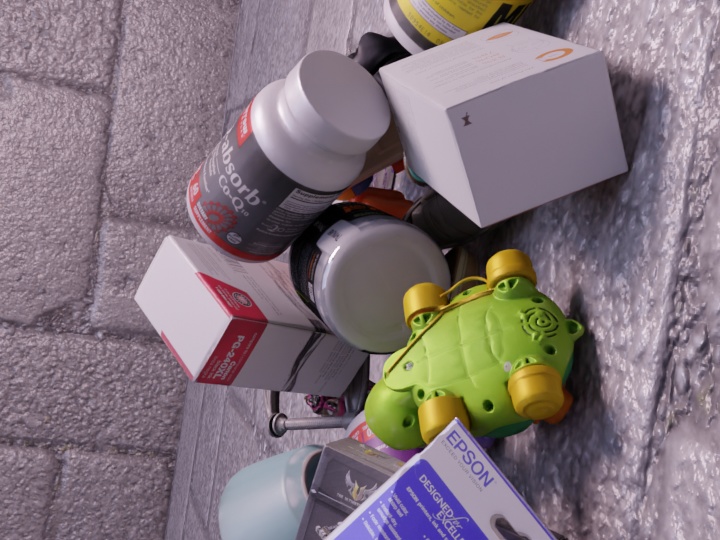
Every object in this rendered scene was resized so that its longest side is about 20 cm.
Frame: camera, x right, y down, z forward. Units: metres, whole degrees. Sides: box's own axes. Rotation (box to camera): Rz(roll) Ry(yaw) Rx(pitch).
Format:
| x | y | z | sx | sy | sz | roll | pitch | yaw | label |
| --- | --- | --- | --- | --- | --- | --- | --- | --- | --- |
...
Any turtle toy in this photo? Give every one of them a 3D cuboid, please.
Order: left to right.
| x | y | z | sx | sy | sz | roll | pitch | yaw | label |
| --- | --- | --- | --- | --- | --- | --- | --- | --- | --- |
| 0.087 | 0.083 | 0.838 | 0.200 | 0.101 | 0.146 | -23 | 49 | 21 | turtle toy |

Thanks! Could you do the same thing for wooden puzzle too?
| x | y | z | sx | sy | sz | roll | pitch | yaw | label |
| --- | --- | --- | --- | --- | --- | --- | --- | --- | --- |
| 0.008 | -0.149 | 1.189 | 0.185 | 0.200 | 0.046 | -107 | -9 | -55 | wooden puzzle |

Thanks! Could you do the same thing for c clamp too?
| x | y | z | sx | sy | sz | roll | pitch | yaw | label |
| --- | --- | --- | --- | --- | --- | --- | --- | --- | --- |
| -0.048 | 0.143 | 1.146 | 0.200 | 0.027 | 0.171 | -3 | 79 | 47 | c clamp |

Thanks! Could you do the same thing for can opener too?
| x | y | z | sx | sy | sz | roll | pitch | yaw | label |
| --- | --- | --- | --- | --- | --- | --- | --- | --- | --- |
| 0.047 | -0.230 | 1.116 | 0.063 | 0.079 | 0.200 | -44 | -1 | 42 | can opener |

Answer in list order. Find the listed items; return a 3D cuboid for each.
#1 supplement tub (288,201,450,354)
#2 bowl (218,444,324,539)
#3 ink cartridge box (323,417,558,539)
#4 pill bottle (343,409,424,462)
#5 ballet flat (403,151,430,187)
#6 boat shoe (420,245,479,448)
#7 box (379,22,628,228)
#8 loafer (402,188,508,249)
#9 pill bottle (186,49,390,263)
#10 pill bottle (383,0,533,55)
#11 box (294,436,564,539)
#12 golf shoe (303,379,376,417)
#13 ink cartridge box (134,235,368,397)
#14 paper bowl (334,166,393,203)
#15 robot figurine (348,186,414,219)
| x | y | z | sx | sy | sz | roll | pitch | yaw | label |
| --- | --- | --- | --- | --- | --- | --- | --- | --- | --- |
| 0.000 | 0.000 | 1.001 | 0.200 | 0.122 | 0.123 | -146 | 65 | -72 | supplement tub |
| -0.046 | 0.276 | 1.171 | 0.105 | 0.201 | 0.201 | -46 | 35 | 32 | bowl |
| 0.073 | 0.240 | 0.759 | 0.200 | 0.043 | 0.198 | -47 | 69 | 23 | ink cartridge box |
| 0.049 | 0.221 | 0.951 | 0.200 | 0.112 | 0.112 | -101 | 24 | -46 | pill bottle |
| 0.094 | -0.179 | 1.065 | 0.072 | 0.072 | 0.200 | -160 | 86 | -74 | ballet flat |
| 0.087 | 0.075 | 0.969 | 0.074 | 0.066 | 0.200 | -37 | 36 | 60 | boat shoe |
| 0.107 | -0.124 | 0.842 | 0.200 | 0.124 | 0.098 | -124 | 14 | -67 | box |
| 0.087 | -0.050 | 1.001 | 0.070 | 0.070 | 0.200 | -42 | 3 | -13 | loafer |
| -0.067 | -0.101 | 0.953 | 0.200 | 0.116 | 0.116 | -42 | 40 | 42 | pill bottle |
| 0.115 | -0.280 | 0.925 | 0.200 | 0.114 | 0.114 | -49 | 35 | 44 | pill bottle |
| 0.041 | 0.244 | 0.830 | 0.048 | 0.200 | 0.159 | 2 | -74 | -64 | box |
| 0.023 | 0.165 | 1.151 | 0.200 | 0.092 | 0.073 | 42 | 110 | 46 | golf shoe |
| -0.105 | 0.051 | 1.073 | 0.145 | 0.200 | 0.083 | 45 | 111 | 41 | ink cartridge box |
| -0.031 | -0.132 | 1.412 | 0.201 | 0.104 | 0.201 | -173 | 90 | -75 | paper bowl |
| 0.007 | 0.008 | 1.192 | 0.144 | 0.117 | 0.200 | 22 | 110 | 27 | robot figurine |
